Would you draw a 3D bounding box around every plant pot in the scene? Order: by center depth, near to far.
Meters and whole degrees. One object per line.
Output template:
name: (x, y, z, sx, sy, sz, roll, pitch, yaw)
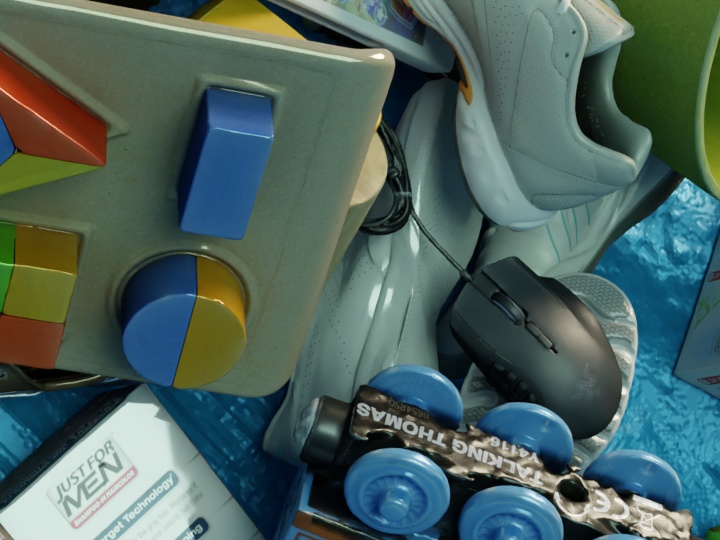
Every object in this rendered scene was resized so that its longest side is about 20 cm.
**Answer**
plant pot: (0.138, -0.155, 1.250, 0.187, 0.200, 0.188, -35, 140, -36)

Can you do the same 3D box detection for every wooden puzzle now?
wooden puzzle: (-0.099, -0.020, 1.052, 0.199, 0.186, 0.046, 6, 39, -17)

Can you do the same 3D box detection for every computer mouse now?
computer mouse: (0.048, -0.004, 1.179, 0.059, 0.034, 0.200, -44, 95, -13)

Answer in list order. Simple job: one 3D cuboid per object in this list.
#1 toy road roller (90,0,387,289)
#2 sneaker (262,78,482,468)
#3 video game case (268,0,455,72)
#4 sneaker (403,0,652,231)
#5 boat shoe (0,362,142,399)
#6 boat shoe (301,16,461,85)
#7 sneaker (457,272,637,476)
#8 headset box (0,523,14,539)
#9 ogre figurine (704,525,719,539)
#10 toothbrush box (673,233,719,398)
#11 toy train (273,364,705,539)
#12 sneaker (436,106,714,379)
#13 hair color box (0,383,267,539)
toy road roller: (-0.104, -0.049, 1.123, 0.200, 0.123, 0.146, 36, 45, 6)
sneaker: (0.000, 0.000, 1.237, 0.075, 0.088, 0.201, 40, 59, -55)
video game case: (-0.007, -0.182, 1.157, 0.200, 0.018, 0.144, 18, 79, -53)
sneaker: (0.076, -0.122, 1.164, 0.076, 0.092, 0.201, -31, 103, -49)
boat shoe: (-0.165, 0.023, 1.151, 0.199, 0.072, 0.073, -7, 87, -27)
boat shoe: (-0.004, -0.142, 1.262, 0.066, 0.072, 0.201, -40, 116, 1)
sneaker: (0.072, 0.094, 1.244, 0.074, 0.082, 0.201, 23, 90, 3)
headset box: (-0.244, 0.126, 1.002, 0.149, 0.077, 0.200, 48, 44, 8)
ogre figurine: (0.191, 0.190, 1.293, 0.098, 0.200, 0.121, -2, 96, 17)
toothbrush box: (0.259, -0.026, 1.329, 0.086, 0.145, 0.201, 26, 73, -21)
toy train: (0.056, 0.120, 1.151, 0.199, 0.115, 0.087, 21, 37, -6)
sneaker: (0.092, -0.028, 1.298, 0.080, 0.070, 0.200, 40, 70, 9)
hair color box: (-0.083, 0.160, 1.180, 0.100, 0.060, 0.200, -42, 102, -25)
